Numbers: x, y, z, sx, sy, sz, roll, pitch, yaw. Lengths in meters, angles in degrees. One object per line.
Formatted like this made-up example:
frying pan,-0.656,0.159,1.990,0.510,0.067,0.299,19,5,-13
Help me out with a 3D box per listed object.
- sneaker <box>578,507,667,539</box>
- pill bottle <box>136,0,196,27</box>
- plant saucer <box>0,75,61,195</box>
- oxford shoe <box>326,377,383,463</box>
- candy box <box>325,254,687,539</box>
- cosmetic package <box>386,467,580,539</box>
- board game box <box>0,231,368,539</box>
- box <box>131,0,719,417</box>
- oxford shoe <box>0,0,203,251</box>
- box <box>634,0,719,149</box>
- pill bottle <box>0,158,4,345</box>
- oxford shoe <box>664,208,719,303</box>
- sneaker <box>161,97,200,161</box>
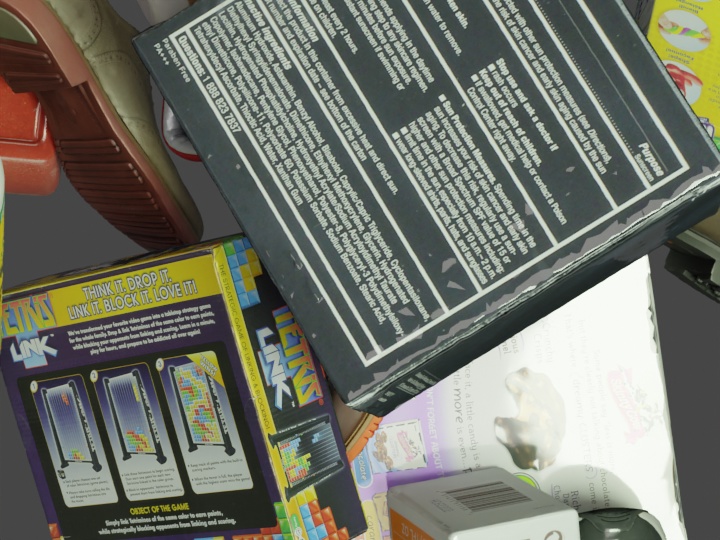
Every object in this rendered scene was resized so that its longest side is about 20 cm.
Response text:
sneaker,0.132,0.207,1.094,0.074,0.085,0.200,-5,134,-5
pill bottle,-0.038,-0.212,1.082,0.200,0.114,0.115,-25,95,-6
plant saucer,-0.230,-0.143,1.072,0.200,0.037,0.200,4,96,-36
oxford shoe,0.000,0.000,1.052,0.072,0.071,0.201,15,93,-8
candy box,0.070,0.083,1.133,0.199,0.072,0.168,-8,95,0
cosmetic package,0.069,0.214,1.056,0.071,0.101,0.201,-9,99,-17
board game box,-0.102,0.074,1.078,0.200,0.057,0.166,-10,96,44
box,0.036,-0.066,0.951,0.198,0.123,0.200,-31,81,4
oxford shoe,-0.128,-0.090,1.097,0.075,0.070,0.200,-55,134,-31
box,0.200,-0.109,1.071,0.117,0.200,0.048,20,138,-2
pill bottle,-0.242,0.015,1.058,0.112,0.113,0.200,10,138,-2
oxford shoe,0.170,-0.054,1.111,0.200,0.073,0.085,34,86,-31
sneaker,-0.024,-0.120,1.054,0.200,0.112,0.071,-46,62,33
